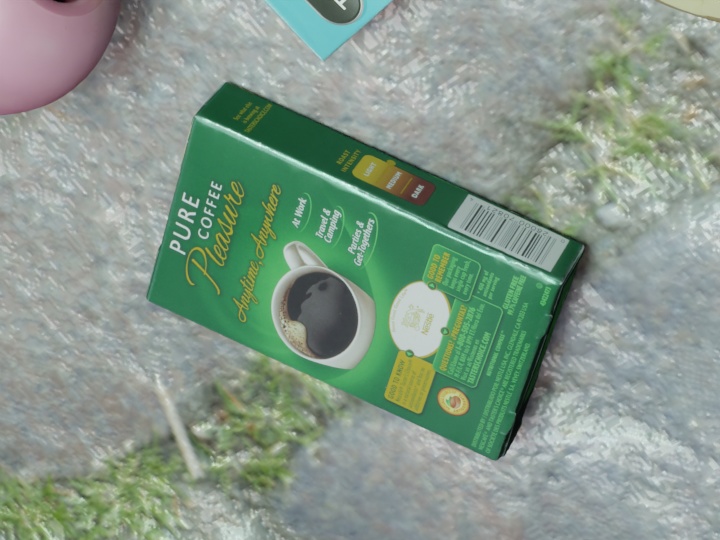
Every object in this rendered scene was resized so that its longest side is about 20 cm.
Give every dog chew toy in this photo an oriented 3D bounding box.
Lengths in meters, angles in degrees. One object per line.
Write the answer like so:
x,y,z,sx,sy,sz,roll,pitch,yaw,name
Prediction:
-0.207,-0.122,1.316,0.199,0.125,0.125,-20,111,42,dog chew toy

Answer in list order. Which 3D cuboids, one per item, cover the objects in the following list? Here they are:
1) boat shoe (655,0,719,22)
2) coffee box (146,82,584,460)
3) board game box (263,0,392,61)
0.209,-0.128,1.138,0.199,0.071,0.065,15,128,17,boat shoe
0.000,0.000,1.343,0.199,0.044,0.123,23,128,9,coffee box
0.000,-0.207,1.201,0.151,0.047,0.200,45,129,-8,board game box
